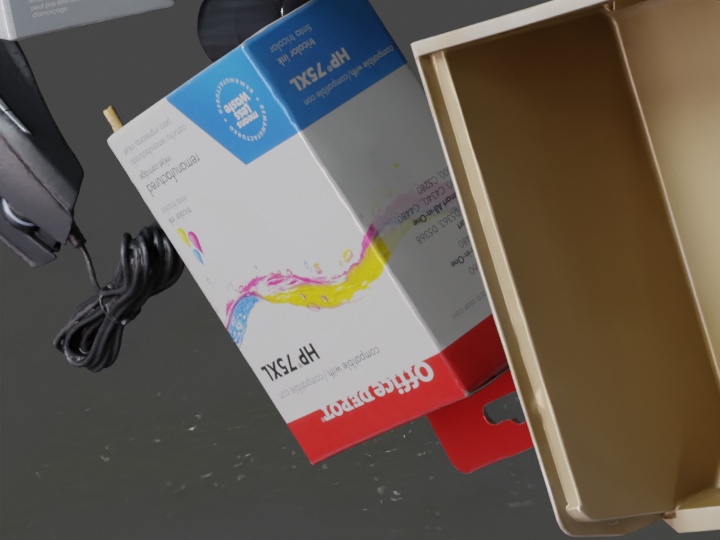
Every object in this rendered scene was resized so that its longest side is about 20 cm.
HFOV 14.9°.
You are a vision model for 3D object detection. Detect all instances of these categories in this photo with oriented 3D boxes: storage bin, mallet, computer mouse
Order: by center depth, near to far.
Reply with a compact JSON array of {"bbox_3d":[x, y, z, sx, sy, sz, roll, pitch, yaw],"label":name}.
[{"bbox_3d":[0.138,-0.010,0.921,0.200,0.094,0.199,-13,95,53],"label":"storage bin"},{"bbox_3d":[-0.059,-0.170,1.110,0.066,0.041,0.200,9,127,46],"label":"mallet"},{"bbox_3d":[-0.158,-0.055,1.314,0.140,0.046,0.200,-40,73,53],"label":"computer mouse"}]

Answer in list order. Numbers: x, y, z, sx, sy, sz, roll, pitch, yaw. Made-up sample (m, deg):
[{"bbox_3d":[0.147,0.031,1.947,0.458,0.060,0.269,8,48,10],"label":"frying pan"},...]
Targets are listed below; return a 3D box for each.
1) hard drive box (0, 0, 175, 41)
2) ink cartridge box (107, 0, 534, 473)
[{"bbox_3d":[-0.153,-0.205,1.181,0.156,0.077,0.200,-163,61,-69],"label":"hard drive box"},{"bbox_3d":[0.000,0.000,1.093,0.200,0.067,0.116,57,143,-3],"label":"ink cartridge box"}]
